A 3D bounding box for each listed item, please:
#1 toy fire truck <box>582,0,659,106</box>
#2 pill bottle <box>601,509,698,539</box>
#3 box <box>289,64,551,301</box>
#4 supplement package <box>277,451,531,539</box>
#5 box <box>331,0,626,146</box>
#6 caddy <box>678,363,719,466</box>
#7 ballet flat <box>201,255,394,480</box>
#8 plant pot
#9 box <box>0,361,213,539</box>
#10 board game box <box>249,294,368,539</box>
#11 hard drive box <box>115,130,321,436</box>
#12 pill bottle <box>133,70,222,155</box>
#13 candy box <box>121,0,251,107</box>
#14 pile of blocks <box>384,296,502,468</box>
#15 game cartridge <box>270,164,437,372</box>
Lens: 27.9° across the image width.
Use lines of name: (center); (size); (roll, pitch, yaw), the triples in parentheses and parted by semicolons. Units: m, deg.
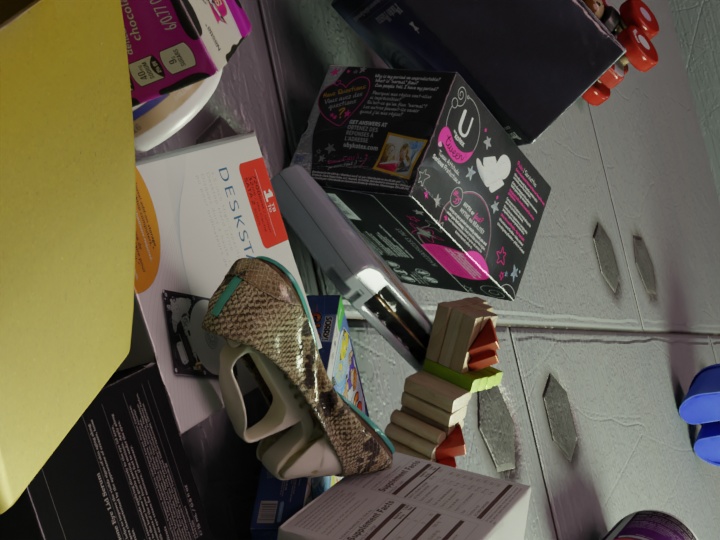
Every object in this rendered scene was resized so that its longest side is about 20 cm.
toy fire truck: (0.327, -0.345, 2.050); (0.168, 0.112, 0.200); (41, 35, -21)
pill bottle: (0.305, 0.325, 1.561); (0.200, 0.112, 0.113); (-14, 88, -66)
box: (0.052, -0.073, 1.208); (0.200, 0.132, 0.115); (42, 64, -50)
supplement package: (0.020, 0.238, 0.907); (0.156, 0.111, 0.200); (-25, 124, -63)
box: (0.095, -0.211, 1.259); (0.198, 0.123, 0.200); (45, -6, -8)
caddy: (0.564, 0.204, 2.109); (0.105, 0.200, 0.142); (-42, 114, -45)
ballet flat: (-0.044, 0.077, 0.860); (0.075, 0.068, 0.200); (-51, 138, -23)
plant pot: (-0.200, -0.006, 0.596); (0.200, 0.200, 0.177); (-61, 141, -58)
box: (-0.138, 0.165, 0.746); (0.141, 0.079, 0.200); (-28, 101, -68)
board game box: (-0.031, 0.135, 1.000); (0.136, 0.034, 0.200); (78, 15, -45)
hard drive box: (-0.117, 0.007, 0.891); (0.200, 0.077, 0.156); (-30, 103, -66)
pill bottle: (-0.174, -0.167, 0.827); (0.200, 0.116, 0.116); (56, 29, -33)
candy box: (-0.173, -0.132, 0.703); (0.137, 0.200, 0.061); (62, 26, -22)
pile of blocks: (0.066, 0.117, 1.110); (0.200, 0.062, 0.082); (-64, 148, -5)
game cartridge: (0.000, 0.000, 1.121); (0.133, 0.041, 0.200); (58, 6, 33)
